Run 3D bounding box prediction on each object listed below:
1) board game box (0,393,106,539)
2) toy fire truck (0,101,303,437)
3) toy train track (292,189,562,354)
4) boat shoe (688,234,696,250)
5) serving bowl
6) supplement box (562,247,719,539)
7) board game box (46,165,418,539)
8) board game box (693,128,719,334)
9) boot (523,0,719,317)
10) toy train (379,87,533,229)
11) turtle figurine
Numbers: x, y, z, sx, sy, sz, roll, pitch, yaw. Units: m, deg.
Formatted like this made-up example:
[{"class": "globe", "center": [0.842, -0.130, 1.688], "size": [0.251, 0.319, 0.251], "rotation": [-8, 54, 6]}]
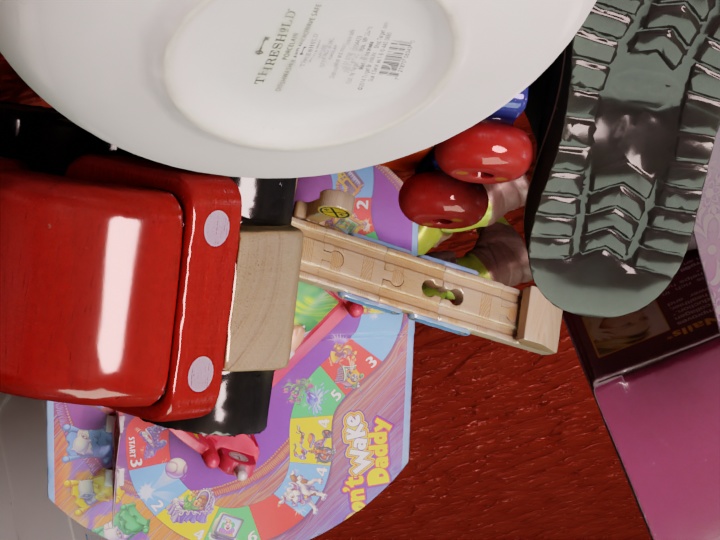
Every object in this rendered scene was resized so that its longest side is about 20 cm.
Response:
[{"class": "board game box", "center": [-0.161, 0.141, 1.268], "size": [0.064, 0.149, 0.200], "rotation": [-17, 164, 10]}, {"class": "toy fire truck", "center": [-0.138, -0.020, 0.729], "size": [0.175, 0.130, 0.199], "rotation": [13, -171, 39]}, {"class": "toy train track", "center": [0.001, -0.004, 0.893], "size": [0.199, 0.116, 0.032], "rotation": [17, 163, -26]}, {"class": "boat shoe", "center": [0.163, -0.051, 1.026], "size": [0.073, 0.067, 0.199], "rotation": [-37, -159, -32]}, {"class": "serving bowl", "center": [-0.016, -0.085, 0.639], "size": [0.198, 0.066, 0.201], "rotation": [-7, 148, -4]}, {"class": "supplement box", "center": [0.169, 0.035, 1.060], "size": [0.130, 0.104, 0.200], "rotation": [-21, -161, 5]}, {"class": "board game box", "center": [-0.050, 0.036, 0.921], "size": [0.157, 0.202, 0.039], "rotation": [-2, -160, -12]}, {"class": "board game box", "center": [0.216, -0.047, 0.826], "size": [0.199, 0.201, 0.041], "rotation": [-22, 161, 28]}, {"class": "boot", "center": [0.097, -0.104, 0.787], "size": [0.077, 0.139, 0.201], "rotation": [17, 119, -12]}, {"class": "toy train", "center": [-0.008, -0.062, 0.834], "size": [0.115, 0.085, 0.200], "rotation": [5, 168, -9]}, {"class": "turtle figurine", "center": [0.000, 0.000, 0.978], "size": [0.161, 0.064, 0.201], "rotation": [-29, 127, -18]}]
